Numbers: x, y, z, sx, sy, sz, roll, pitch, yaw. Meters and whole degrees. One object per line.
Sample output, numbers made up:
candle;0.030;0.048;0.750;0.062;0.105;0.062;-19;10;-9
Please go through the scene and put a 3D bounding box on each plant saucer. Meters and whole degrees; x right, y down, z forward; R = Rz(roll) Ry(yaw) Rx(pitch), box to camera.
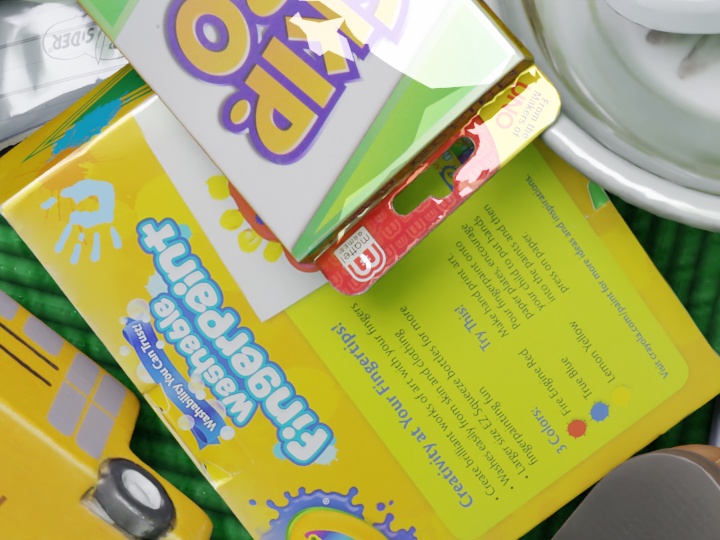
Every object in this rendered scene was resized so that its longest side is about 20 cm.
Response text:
plant saucer;0.130;-0.093;0.928;0.199;0.050;0.201;0;65;0

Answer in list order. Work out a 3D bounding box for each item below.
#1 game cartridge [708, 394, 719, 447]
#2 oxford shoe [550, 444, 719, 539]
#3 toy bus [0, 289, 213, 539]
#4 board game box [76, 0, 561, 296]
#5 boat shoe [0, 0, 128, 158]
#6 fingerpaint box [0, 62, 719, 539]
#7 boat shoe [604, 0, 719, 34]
game cartridge;0.218;0.096;1.006;0.199;0.041;0.134;9;95;1
oxford shoe;0.066;0.132;0.991;0.200;0.071;0.071;-41;78;24
toy bus;-0.143;0.044;0.978;0.200;0.078;0.065;38;112;-12
board game box;-0.035;-0.095;0.888;0.095;0.030;0.200;-42;85;10
boat shoe;-0.137;-0.067;0.997;0.198;0.066;0.075;-10;89;1
fingerpaint box;0.000;0.000;0.968;0.167;0.073;0.200;-37;107;2
boat shoe;0.163;-0.134;0.882;0.198;0.068;0.074;-17;66;-8
